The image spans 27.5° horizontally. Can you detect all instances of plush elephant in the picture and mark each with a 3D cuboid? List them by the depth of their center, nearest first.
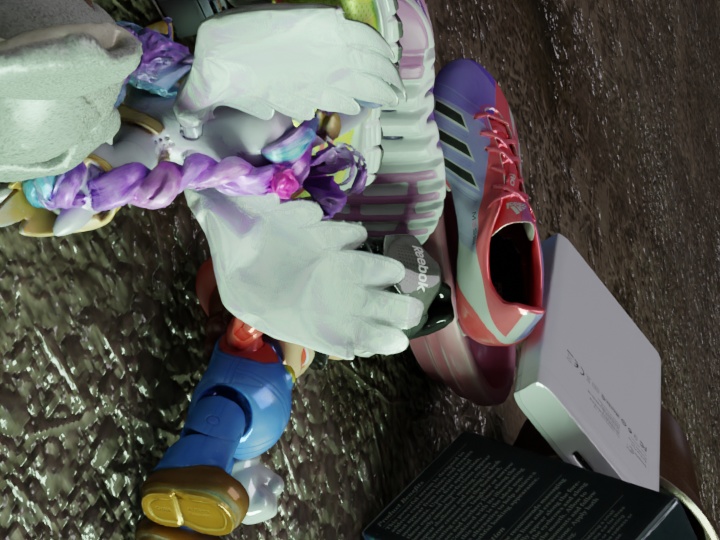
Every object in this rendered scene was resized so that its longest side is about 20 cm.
[{"bbox_3d":[-0.144,-0.103,0.518,0.154,0.165,0.202,12,81,-21],"label":"plush elephant"}]

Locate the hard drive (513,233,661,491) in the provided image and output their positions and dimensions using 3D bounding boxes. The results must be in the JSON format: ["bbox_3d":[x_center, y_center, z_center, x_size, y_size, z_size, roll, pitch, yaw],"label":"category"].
[{"bbox_3d":[0.159,0.072,1.000,0.132,0.027,0.200,50,27,-16],"label":"hard drive"}]

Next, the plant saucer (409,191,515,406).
[{"bbox_3d":[0.066,0.002,1.084,0.200,0.050,0.202,-11,90,-72],"label":"plant saucer"}]

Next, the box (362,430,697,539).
[{"bbox_3d":[0.121,0.206,0.921,0.107,0.199,0.149,-40,116,-24],"label":"box"}]

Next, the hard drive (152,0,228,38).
[{"bbox_3d":[-0.110,-0.232,0.735,0.140,0.038,0.202,69,7,-82],"label":"hard drive"}]

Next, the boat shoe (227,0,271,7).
[{"bbox_3d":[-0.074,-0.257,0.874,0.060,0.073,0.202,-146,-135,-70],"label":"boat shoe"}]

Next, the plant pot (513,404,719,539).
[{"bbox_3d":[0.182,0.193,1.135,0.198,0.199,0.202,-53,129,-68],"label":"plant pot"}]

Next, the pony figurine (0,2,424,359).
[{"bbox_3d":[-0.057,-0.060,0.685,0.200,0.191,0.168,-60,152,-59],"label":"pony figurine"}]

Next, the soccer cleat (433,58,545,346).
[{"bbox_3d":[0.087,-0.050,0.960,0.066,0.076,0.202,2,73,-22],"label":"soccer cleat"}]

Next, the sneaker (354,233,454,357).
[{"bbox_3d":[0.000,0.000,0.903,0.200,0.090,0.067,36,48,-58],"label":"sneaker"}]

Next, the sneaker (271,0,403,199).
[{"bbox_3d":[-0.034,-0.108,0.805,0.078,0.090,0.201,51,-27,37],"label":"sneaker"}]

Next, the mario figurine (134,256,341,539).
[{"bbox_3d":[-0.042,0.059,0.754,0.106,0.123,0.201,41,45,-25],"label":"mario figurine"}]

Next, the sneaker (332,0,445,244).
[{"bbox_3d":[0.018,-0.104,0.956,0.089,0.080,0.201,-82,173,-54],"label":"sneaker"}]
